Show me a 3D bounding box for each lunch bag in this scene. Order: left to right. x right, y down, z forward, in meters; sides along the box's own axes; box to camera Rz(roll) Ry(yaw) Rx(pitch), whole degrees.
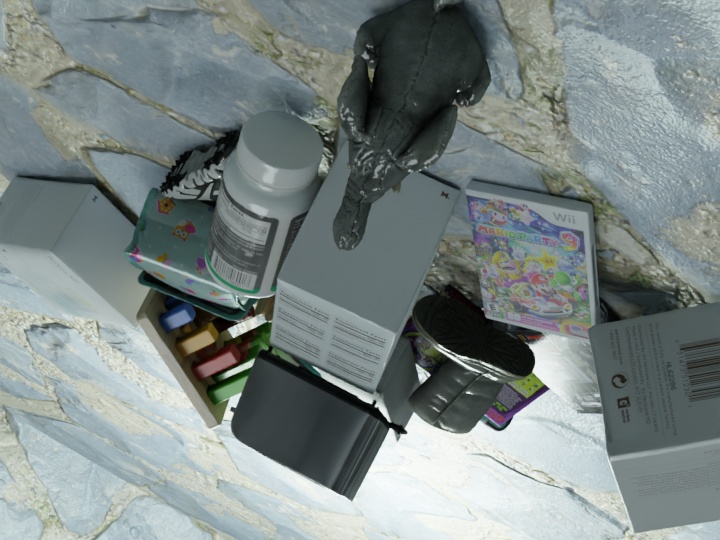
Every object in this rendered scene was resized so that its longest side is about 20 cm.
[{"bbox_3d":[-0.216,-0.016,1.787,0.168,0.124,0.200,21,167,3],"label":"lunch bag"}]

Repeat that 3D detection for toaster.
[{"bbox_3d":[-0.054,0.194,1.620,0.198,0.120,0.181,26,171,8],"label":"toaster"}]

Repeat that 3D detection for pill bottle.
[{"bbox_3d":[-0.109,-0.074,1.506,0.112,0.114,0.201,24,134,3],"label":"pill bottle"}]

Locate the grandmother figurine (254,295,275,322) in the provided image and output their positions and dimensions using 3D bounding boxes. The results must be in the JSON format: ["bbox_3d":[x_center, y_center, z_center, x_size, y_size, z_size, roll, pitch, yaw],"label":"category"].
[{"bbox_3d":[-0.063,0.103,1.957,0.199,0.061,0.121,39,-179,-33],"label":"grandmother figurine"}]

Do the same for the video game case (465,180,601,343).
[{"bbox_3d":[0.194,-0.007,1.463,0.141,0.018,0.202,14,139,27],"label":"video game case"}]

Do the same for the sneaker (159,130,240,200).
[{"bbox_3d":[-0.176,-0.107,1.623,0.090,0.067,0.199,39,151,-23],"label":"sneaker"}]

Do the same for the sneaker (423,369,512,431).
[{"bbox_3d":[0.137,0.141,1.830,0.201,0.075,0.087,51,158,-24],"label":"sneaker"}]

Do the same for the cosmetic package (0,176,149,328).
[{"bbox_3d":[-0.422,-0.026,1.950,0.198,0.124,0.200,6,149,41],"label":"cosmetic package"}]

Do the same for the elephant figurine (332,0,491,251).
[{"bbox_3d":[0.036,-0.135,1.192,0.140,0.202,0.155,6,150,37],"label":"elephant figurine"}]

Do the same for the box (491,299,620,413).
[{"bbox_3d":[0.278,0.108,1.630,0.200,0.050,0.157,41,152,-30],"label":"box"}]

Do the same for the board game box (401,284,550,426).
[{"bbox_3d":[0.150,0.114,1.724,0.199,0.032,0.120,37,121,-18],"label":"board game box"}]

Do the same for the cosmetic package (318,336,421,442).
[{"bbox_3d":[0.014,0.142,1.740,0.106,0.091,0.201,25,157,17],"label":"cosmetic package"}]

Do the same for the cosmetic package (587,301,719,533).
[{"bbox_3d":[0.357,0.166,1.465,0.164,0.169,0.201,-12,143,13],"label":"cosmetic package"}]

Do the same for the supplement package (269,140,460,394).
[{"bbox_3d":[0.000,0.000,1.511,0.145,0.193,0.201,24,156,4],"label":"supplement package"}]

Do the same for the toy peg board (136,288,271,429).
[{"bbox_3d":[-0.208,0.082,1.896,0.097,0.201,0.201,-24,111,16],"label":"toy peg board"}]

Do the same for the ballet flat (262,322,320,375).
[{"bbox_3d":[-0.113,0.142,1.968,0.069,0.070,0.200,42,180,-33],"label":"ballet flat"}]

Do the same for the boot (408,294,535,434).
[{"bbox_3d":[0.109,0.124,1.665,0.181,0.073,0.200,33,150,-8],"label":"boot"}]
